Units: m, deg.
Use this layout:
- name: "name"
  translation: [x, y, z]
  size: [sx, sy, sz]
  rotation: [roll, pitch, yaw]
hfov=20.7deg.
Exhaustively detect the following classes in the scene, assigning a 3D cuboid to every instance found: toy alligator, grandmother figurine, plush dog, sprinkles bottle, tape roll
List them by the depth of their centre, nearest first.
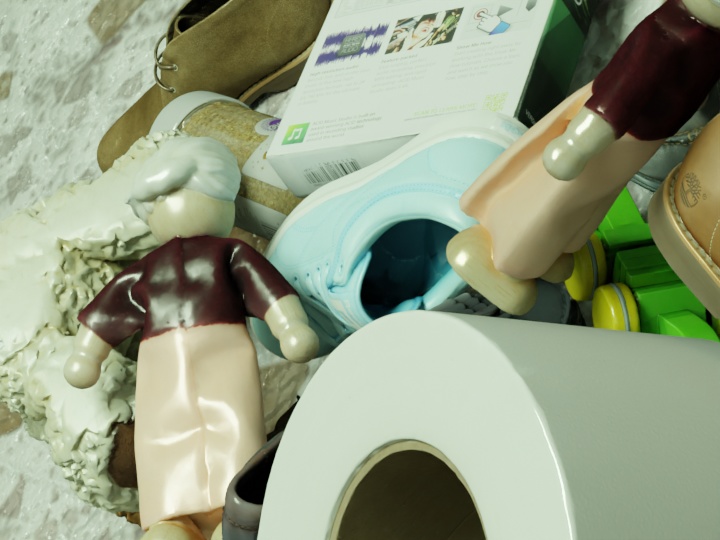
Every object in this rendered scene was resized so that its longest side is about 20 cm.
- name: "tape roll"
  translation: [0.068, 0.120, 0.731]
  size: [0.202, 0.138, 0.205]
  rotation: [-14, 73, 54]
- name: "grandmother figurine"
  translation: [0.105, -0.066, 0.752]
  size: [0.200, 0.060, 0.121]
  rotation: [-54, -4, 38]
- name: "toy alligator"
  translation: [0.117, -0.001, 0.870]
  size: [0.200, 0.059, 0.055]
  rotation: [-113, 18, -52]
- name: "grandmother figurine"
  translation: [-0.078, 0.032, 0.910]
  size: [0.120, 0.061, 0.202]
  rotation: [-5, 69, 3]
- name: "plush dog"
  translation: [-0.143, 0.038, 1.045]
  size: [0.159, 0.172, 0.202]
  rotation: [4, 69, 16]
- name: "sprinkles bottle"
  translation: [-0.039, -0.047, 1.057]
  size: [0.199, 0.068, 0.069]
  rotation: [22, 84, 51]

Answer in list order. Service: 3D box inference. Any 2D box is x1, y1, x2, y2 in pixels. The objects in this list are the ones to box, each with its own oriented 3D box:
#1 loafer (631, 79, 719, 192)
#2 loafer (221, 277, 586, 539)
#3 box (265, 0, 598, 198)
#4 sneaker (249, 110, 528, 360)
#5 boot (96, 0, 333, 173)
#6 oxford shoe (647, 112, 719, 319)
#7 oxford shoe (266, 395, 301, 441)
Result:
- name: "loafer"
  translation: [0.168, -0.072, 0.823]
  size: [0.199, 0.072, 0.073]
  rotation: [8, 51, 47]
- name: "loafer"
  translation: [0.022, 0.061, 0.835]
  size: [0.200, 0.063, 0.072]
  rotation: [-39, 53, -21]
- name: "box"
  translation: [0.048, -0.127, 0.979]
  size: [0.143, 0.036, 0.201]
  rotation: [-6, 49, 35]
- name: "sneaker"
  translation: [0.000, 0.000, 0.912]
  size: [0.200, 0.074, 0.082]
  rotation: [-41, 12, 44]
- name: "boot"
  translation: [-0.101, -0.119, 1.167]
  size: [0.200, 0.075, 0.074]
  rotation: [-35, 46, 31]
- name: "oxford shoe"
  translation: [0.186, 0.019, 0.699]
  size: [0.200, 0.071, 0.071]
  rotation: [46, 143, 18]
- name: "oxford shoe"
  translation: [-0.010, 0.086, 0.944]
  size: [0.199, 0.073, 0.085]
  rotation: [-19, 50, 25]
